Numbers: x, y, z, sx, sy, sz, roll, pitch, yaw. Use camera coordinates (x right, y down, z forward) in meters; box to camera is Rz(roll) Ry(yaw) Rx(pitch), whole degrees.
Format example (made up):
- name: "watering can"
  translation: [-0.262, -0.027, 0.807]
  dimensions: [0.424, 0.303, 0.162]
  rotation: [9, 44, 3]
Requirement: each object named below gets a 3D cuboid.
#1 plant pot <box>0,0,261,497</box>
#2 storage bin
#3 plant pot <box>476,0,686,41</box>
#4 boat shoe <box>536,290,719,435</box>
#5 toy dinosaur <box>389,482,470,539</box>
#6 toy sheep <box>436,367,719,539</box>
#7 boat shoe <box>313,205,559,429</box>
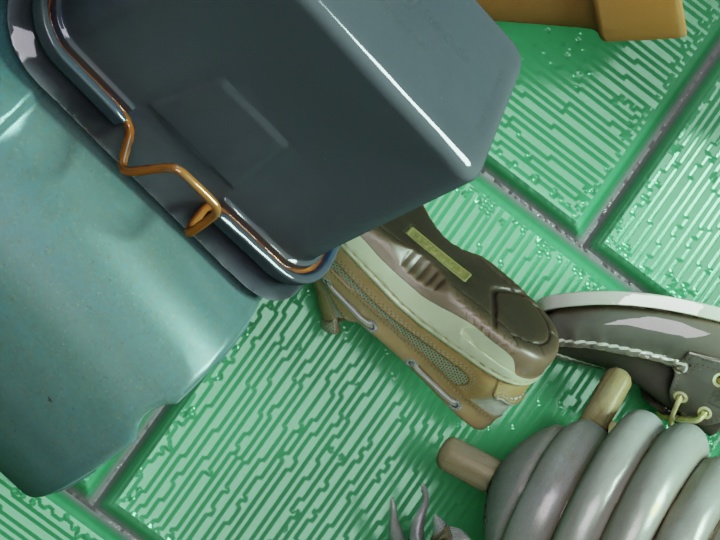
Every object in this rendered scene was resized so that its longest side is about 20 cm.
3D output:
- name: "plant pot"
  translation: [-0.160, -0.016, 1.326]
  dimensions: [0.200, 0.200, 0.196]
  rotation: [-43, 102, -9]
- name: "storage bin"
  translation: [-0.035, -0.093, 1.260]
  dimensions: [0.200, 0.134, 0.146]
  rotation: [45, 48, -26]
- name: "plant pot"
  translation: [0.074, -0.200, 1.374]
  dimensions: [0.139, 0.200, 0.202]
  rotation: [-8, 89, 6]
- name: "boat shoe"
  translation: [0.181, 0.053, 1.431]
  dimensions: [0.200, 0.072, 0.061]
  rotation: [12, 81, -12]
- name: "toy dinosaur"
  translation: [-0.003, 0.211, 1.403]
  dimensions: [0.200, 0.077, 0.102]
  rotation: [-46, 75, 0]
- name: "toy sheep"
  translation: [0.128, 0.126, 1.376]
  dimensions: [0.199, 0.138, 0.139]
  rotation: [23, 84, 17]
- name: "boat shoe"
  translation: [0.000, 0.000, 1.407]
  dimensions: [0.200, 0.072, 0.076]
  rotation: [44, 121, 9]
